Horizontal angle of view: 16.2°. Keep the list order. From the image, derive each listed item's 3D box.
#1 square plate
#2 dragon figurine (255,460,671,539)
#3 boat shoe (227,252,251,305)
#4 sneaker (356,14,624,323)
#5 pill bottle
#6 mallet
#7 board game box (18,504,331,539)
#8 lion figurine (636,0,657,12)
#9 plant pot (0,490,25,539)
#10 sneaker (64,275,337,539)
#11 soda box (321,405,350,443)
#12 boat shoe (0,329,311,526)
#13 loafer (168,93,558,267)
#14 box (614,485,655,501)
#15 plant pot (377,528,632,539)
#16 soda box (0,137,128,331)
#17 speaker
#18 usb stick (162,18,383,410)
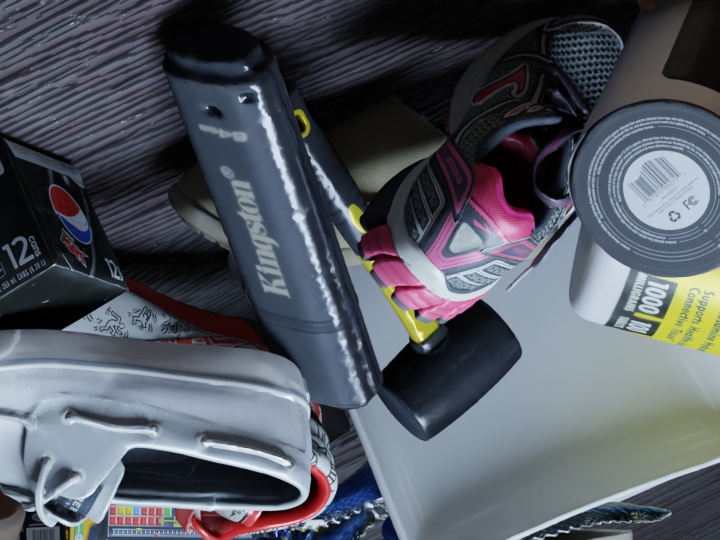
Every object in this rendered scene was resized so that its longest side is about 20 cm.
[{"bbox_3d":[0.073,0.027,1.215,0.198,0.200,0.028,-19,164,-20],"label":"square plate"},{"bbox_3d":[0.043,0.127,1.225,0.059,0.200,0.100,89,23,-55],"label":"dragon figurine"},{"bbox_3d":[-0.018,0.029,1.320,0.071,0.064,0.200,-28,162,8],"label":"boat shoe"},{"bbox_3d":[0.077,-0.051,1.091,0.075,0.081,0.200,-35,-166,41],"label":"sneaker"},{"bbox_3d":[0.206,-0.007,1.175,0.199,0.113,0.112,15,156,-1],"label":"pill bottle"},{"bbox_3d":[0.000,0.000,1.100,0.066,0.041,0.200,-47,130,-7],"label":"mallet"},{"bbox_3d":[-0.138,0.133,1.308,0.165,0.057,0.200,4,171,-40],"label":"board game box"},{"bbox_3d":[0.140,-0.155,0.998,0.122,0.073,0.200,-19,174,28],"label":"lion figurine"},{"bbox_3d":[-0.253,0.143,1.184,0.175,0.200,0.200,-52,154,16],"label":"plant pot"},{"bbox_3d":[-0.100,0.063,1.158,0.201,0.108,0.067,14,126,-32],"label":"sneaker"},{"bbox_3d":[-0.084,0.068,1.341,0.068,0.064,0.200,-32,161,19],"label":"soda box"},{"bbox_3d":[-0.114,0.073,1.051,0.200,0.069,0.072,6,144,-27],"label":"boat shoe"},{"bbox_3d":[0.006,-0.044,1.149,0.200,0.076,0.068,-2,114,-33],"label":"loafer"},{"bbox_3d":[0.107,0.038,1.367,0.106,0.153,0.200,-24,161,2],"label":"box"},{"bbox_3d":[0.026,0.240,1.359,0.199,0.178,0.200,-7,178,-27],"label":"plant pot"},{"bbox_3d":[-0.203,0.024,1.068,0.200,0.063,0.071,-30,161,15],"label":"soda box"},{"bbox_3d":[0.146,-0.076,1.074,0.081,0.081,0.200,-36,-168,30],"label":"speaker"},{"bbox_3d":[-0.035,-0.019,1.054,0.033,0.055,0.200,-46,138,-29],"label":"usb stick"}]
